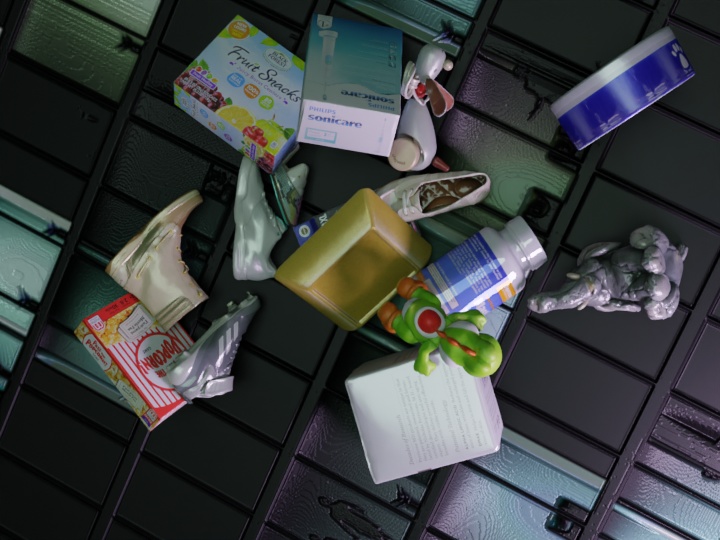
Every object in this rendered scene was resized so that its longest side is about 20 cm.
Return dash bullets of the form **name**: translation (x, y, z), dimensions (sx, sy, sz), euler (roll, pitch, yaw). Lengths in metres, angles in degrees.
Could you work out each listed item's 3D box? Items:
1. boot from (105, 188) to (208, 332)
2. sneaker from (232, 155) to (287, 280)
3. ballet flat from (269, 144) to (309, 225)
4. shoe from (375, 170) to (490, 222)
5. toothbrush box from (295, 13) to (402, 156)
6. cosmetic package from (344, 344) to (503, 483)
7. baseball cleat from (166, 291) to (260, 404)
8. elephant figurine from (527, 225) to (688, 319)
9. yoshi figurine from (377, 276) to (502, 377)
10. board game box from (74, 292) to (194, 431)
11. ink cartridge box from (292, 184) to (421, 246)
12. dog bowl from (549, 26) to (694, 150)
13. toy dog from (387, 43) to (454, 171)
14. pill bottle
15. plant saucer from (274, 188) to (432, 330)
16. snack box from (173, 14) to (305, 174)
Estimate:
- **boot**: translation (-0.297, -0.018, 1.667), dimensions (0.156, 0.073, 0.200), euler (45, 79, -4)
- **sneaker**: translation (-0.161, -0.086, 1.652), dimensions (0.086, 0.075, 0.205), euler (2, 100, -2)
- **ballet flat**: translation (-0.126, -0.176, 1.637), dimensions (0.070, 0.069, 0.203), euler (-24, 86, 3)
- **shoe**: translation (0.107, -0.120, 1.576), dimensions (0.196, 0.053, 0.071), euler (-13, 87, -3)
- **toothbrush box**: translation (-0.015, -0.279, 1.523), dimensions (0.143, 0.203, 0.086), euler (8, 139, -7)
- **cosmetic package**: translation (0.102, 0.205, 1.564), dimensions (0.196, 0.165, 0.168), euler (-18, 90, 12)
- **baseball cleat**: translation (-0.221, 0.133, 1.650), dimensions (0.200, 0.070, 0.107), euler (-42, 100, -18)
- **elephant figurine**: translation (0.371, 0.010, 1.527), dimensions (0.197, 0.155, 0.144), euler (-14, 54, 36)
- **yoshi figurine**: translation (0.124, 0.095, 1.445), dimensions (0.199, 0.111, 0.114), euler (34, 131, 40)
- **board game box**: translation (-0.344, 0.137, 1.652), dimensions (0.201, 0.151, 0.046), euler (51, 130, 3)
- **ink cartridge box**: translation (-0.008, -0.063, 1.636), dimensions (0.197, 0.037, 0.096), euler (-22, 89, 13)
- **dog bowl**: translation (0.376, -0.260, 1.465), dimensions (0.198, 0.200, 0.080), euler (-34, 90, 11)
- **toy dog**: translation (0.109, -0.232, 1.560), dimensions (0.095, 0.132, 0.203), euler (18, 122, 9)
- **pill bottle**: translation (0.183, 0.006, 1.558), dimensions (0.198, 0.112, 0.113), euler (-33, 87, 4)
- **plant saucer**: translation (0.000, 0.000, 1.563), dimensions (0.200, 0.199, 0.049), euler (-43, 45, 10)
- **snack box**: translation (-0.166, -0.278, 1.597), dimensions (0.199, 0.068, 0.169), euler (37, 66, 5)
